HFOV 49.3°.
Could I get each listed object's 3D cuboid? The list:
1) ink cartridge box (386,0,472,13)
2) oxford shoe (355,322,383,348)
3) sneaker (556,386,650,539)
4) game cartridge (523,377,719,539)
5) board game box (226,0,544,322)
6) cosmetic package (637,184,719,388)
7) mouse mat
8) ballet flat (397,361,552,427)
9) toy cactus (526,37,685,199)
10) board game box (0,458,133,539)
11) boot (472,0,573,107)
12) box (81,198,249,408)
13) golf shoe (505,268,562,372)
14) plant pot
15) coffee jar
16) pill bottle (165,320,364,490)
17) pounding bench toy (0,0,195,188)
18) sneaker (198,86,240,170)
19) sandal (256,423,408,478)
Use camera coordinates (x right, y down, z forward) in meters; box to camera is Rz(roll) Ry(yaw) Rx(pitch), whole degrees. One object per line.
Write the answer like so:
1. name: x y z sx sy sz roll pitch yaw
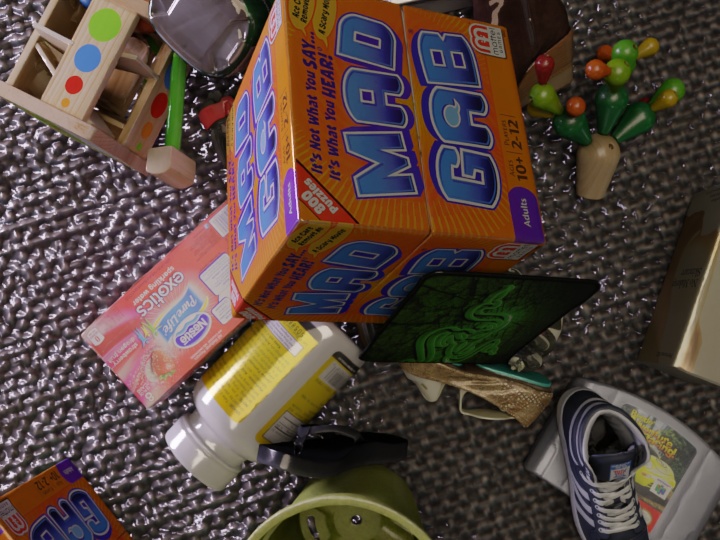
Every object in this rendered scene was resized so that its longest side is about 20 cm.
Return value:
1. ink cartridge box: 0.060 -0.383 0.847 0.115 0.067 0.202 -13 89 -3
2. oxford shoe: 0.000 0.000 0.818 0.072 0.084 0.202 8 63 -42
3. sneaker: 0.248 0.218 0.769 0.070 0.109 0.202 -16 88 -2
4. game cartridge: 0.292 0.208 0.843 0.199 0.041 0.134 32 83 0
5. board game box: 0.006 -0.082 0.673 0.198 0.200 0.202 4 67 -22
6. cosmetic package: 0.369 0.016 0.821 0.071 0.105 0.201 20 85 1
7. mouse mat: 0.098 0.048 0.699 0.159 0.200 0.008 3 64 -17
8. ballet flat: 0.103 0.116 0.827 0.199 0.071 0.066 20 101 3
9. toy cactus: 0.250 -0.161 0.829 0.199 0.102 0.166 -12 120 -33
10. board game box: -0.322 0.334 0.731 0.200 0.200 0.200 -39 89 -3
11. boot: 0.130 -0.240 0.815 0.199 0.072 0.167 -30 115 -17
12. box: -0.167 0.033 0.804 0.200 0.095 0.103 -44 89 -3
13. golf shoe: 0.121 0.024 0.836 0.199 0.077 0.088 36 49 13
14. plant pot: -0.008 0.273 0.745 0.198 0.184 0.202 1 98 5
15. coffee jar: -0.115 -0.248 0.772 0.104 0.200 0.085 42 112 0
16. pill bottle: -0.098 0.121 0.795 0.111 0.111 0.200 45 86 1
17. pounding bench toy: -0.222 -0.188 0.778 0.199 0.124 0.157 26 87 13
18. sneaker: -0.067 -0.152 0.830 0.199 0.071 0.099 -13 87 -1
19. sandal: -0.027 0.167 0.769 0.076 0.199 0.043 6 89 36
